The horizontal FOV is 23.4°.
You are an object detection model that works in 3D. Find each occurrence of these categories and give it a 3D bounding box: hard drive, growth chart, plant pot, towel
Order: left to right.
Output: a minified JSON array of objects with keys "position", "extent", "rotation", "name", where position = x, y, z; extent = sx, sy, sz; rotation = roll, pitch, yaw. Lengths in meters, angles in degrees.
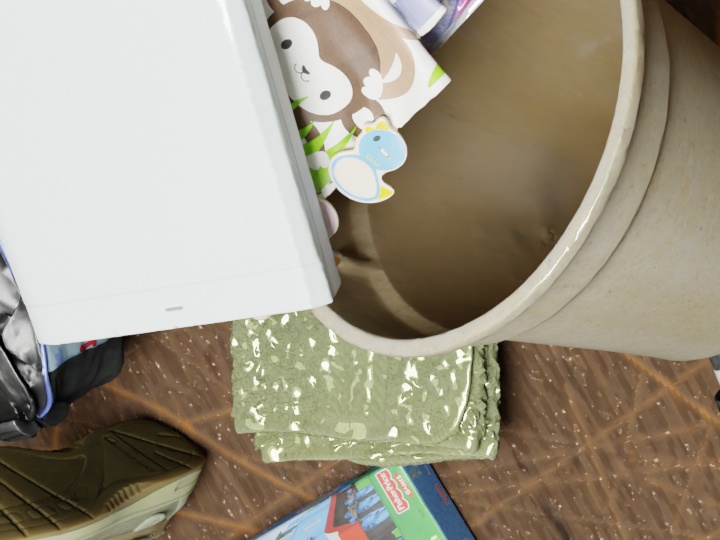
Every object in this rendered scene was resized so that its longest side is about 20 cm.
[{"position":[-0.095,-0.072,0.668],"extent":[0.131,0.026,0.202],"rotation":[-8,114,18],"name":"hard drive"},{"position":[-0.037,-0.083,0.672],"extent":[0.144,0.018,0.201],"rotation":[34,119,-3],"name":"growth chart"},{"position":[0.000,0.000,0.885],"extent":[0.147,0.036,0.202],"rotation":[-1,95,22],"name":"towel"},{"position":[0.095,-0.045,0.749],"extent":[0.200,0.183,0.202],"rotation":[-19,64,43],"name":"plant pot"}]

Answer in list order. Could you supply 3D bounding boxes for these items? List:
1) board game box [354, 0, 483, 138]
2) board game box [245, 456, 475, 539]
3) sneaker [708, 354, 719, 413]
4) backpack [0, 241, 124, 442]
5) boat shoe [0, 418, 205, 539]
[{"position":[-0.061,-0.133,0.679],"extent":[0.200,0.026,0.200],"rotation":[41,116,-8],"name":"board game box"},{"position":[-0.014,0.205,0.945],"extent":[0.199,0.037,0.152],"rotation":[-32,89,24],"name":"board game box"},{"position":[0.257,0.036,0.792],"extent":[0.198,0.073,0.113],"rotation":[-11,102,31],"name":"sneaker"},{"position":[-0.227,-0.016,0.915],"extent":[0.181,0.147,0.202],"rotation":[-13,101,23],"name":"backpack"},{"position":[-0.159,0.128,0.895],"extent":[0.073,0.200,0.064],"rotation":[31,112,23],"name":"boat shoe"}]
